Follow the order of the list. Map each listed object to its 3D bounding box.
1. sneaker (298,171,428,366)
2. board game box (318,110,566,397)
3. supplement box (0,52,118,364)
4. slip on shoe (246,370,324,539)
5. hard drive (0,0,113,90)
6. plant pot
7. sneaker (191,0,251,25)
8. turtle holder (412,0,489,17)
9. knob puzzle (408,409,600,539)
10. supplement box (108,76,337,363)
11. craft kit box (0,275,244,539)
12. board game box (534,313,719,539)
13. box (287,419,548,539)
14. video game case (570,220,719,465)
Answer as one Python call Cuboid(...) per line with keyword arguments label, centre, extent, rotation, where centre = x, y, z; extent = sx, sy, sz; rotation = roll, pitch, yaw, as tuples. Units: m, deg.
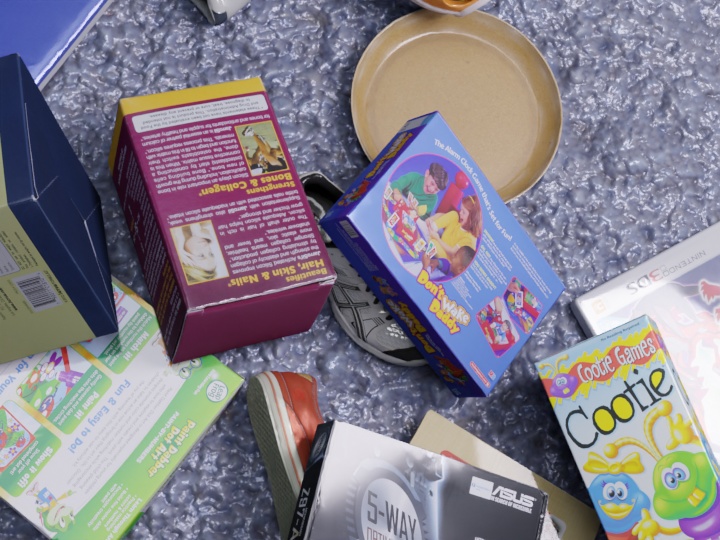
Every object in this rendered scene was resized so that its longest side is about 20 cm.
Cuboid(label="sneaker", centre=(0.000, 0.000, 1.140), extent=(0.200, 0.088, 0.076), rotation=(45, 71, 4))
Cuboid(label="board game box", centre=(0.073, -0.012, 1.122), extent=(0.201, 0.045, 0.135), rotation=(52, 60, -19))
Cuboid(label="supplement box", centre=(-0.313, -0.028, 1.011), extent=(0.197, 0.201, 0.135), rotation=(-15, 58, 0))
Cuboid(label="slip on shoe", centre=(-0.039, 0.176, 1.095), extent=(0.061, 0.074, 0.202), rotation=(-10, 75, -26))
Cuboid(label="hard drive", centre=(-0.322, -0.222, 1.188), extent=(0.131, 0.025, 0.201), rotation=(34, 72, 2))
Cuboid(label="plant pot", centre=(0.087, -0.146, 1.226), extent=(0.197, 0.028, 0.203), rotation=(2, 74, -8))
Cuboid(label="sneaker", centre=(-0.180, -0.305, 1.208), extent=(0.200, 0.073, 0.071), rotation=(40, 69, 4))
Cuboid(label="turtle holder", centre=(0.079, -0.311, 1.218), extent=(0.140, 0.186, 0.132), rotation=(-35, 107, 9))
Cuboid(label="knob puzzle", centre=(0.083, 0.249, 1.110), extent=(0.217, 0.030, 0.223), rotation=(2, 74, -8))
Cuboid(label="supplement box", centre=(-0.119, -0.044, 1.105), extent=(0.129, 0.103, 0.202), rotation=(-11, 67, -22))
Cuboid(label="craft kit box", centre=(-0.231, 0.109, 1.099), extent=(0.197, 0.049, 0.201), rotation=(38, 73, 6))
Cuboid(label="board game box", centre=(0.236, 0.151, 1.105), extent=(0.102, 0.105, 0.202), rotation=(-25, 78, 13))
Cuboid(label="box", centre=(0.041, 0.225, 1.048), extent=(0.198, 0.043, 0.162), rotation=(21, 71, -17))
Cuboid(label="video game case", centre=(0.312, 0.075, 1.197), extent=(0.181, 0.023, 0.201), rotation=(-26, 80, -14))
